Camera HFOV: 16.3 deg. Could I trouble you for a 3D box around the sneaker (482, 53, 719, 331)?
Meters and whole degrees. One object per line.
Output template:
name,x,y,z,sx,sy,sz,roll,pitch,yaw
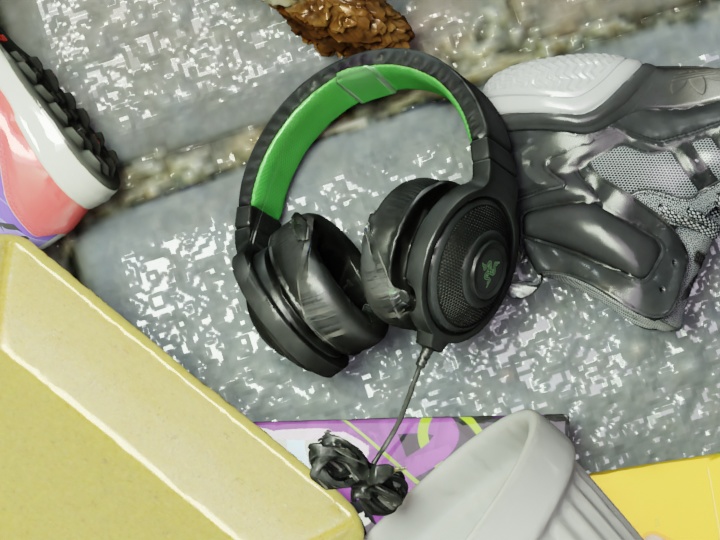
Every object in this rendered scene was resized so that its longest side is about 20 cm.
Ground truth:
sneaker,0.150,-0.032,1.050,0.199,0.075,0.114,-1,83,8

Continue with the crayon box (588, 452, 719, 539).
crayon box,0.187,0.170,1.028,0.172,0.058,0.201,-10,83,1

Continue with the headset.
headset,0.000,0.000,1.022,0.123,0.094,0.201,-15,65,27

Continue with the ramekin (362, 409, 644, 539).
ramekin,0.035,0.159,0.938,0.105,0.200,0.200,43,86,-5

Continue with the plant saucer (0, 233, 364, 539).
plant saucer,-0.129,0.106,0.980,0.200,0.049,0.200,39,46,6

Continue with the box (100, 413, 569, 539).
box,-0.010,0.134,1.052,0.199,0.036,0.144,-2,83,3

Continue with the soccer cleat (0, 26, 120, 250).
soccer cleat,-0.186,-0.094,1.076,0.073,0.068,0.200,-39,83,8

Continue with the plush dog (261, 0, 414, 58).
plush dog,-0.003,-0.181,1.049,0.172,0.160,0.200,-36,83,21
